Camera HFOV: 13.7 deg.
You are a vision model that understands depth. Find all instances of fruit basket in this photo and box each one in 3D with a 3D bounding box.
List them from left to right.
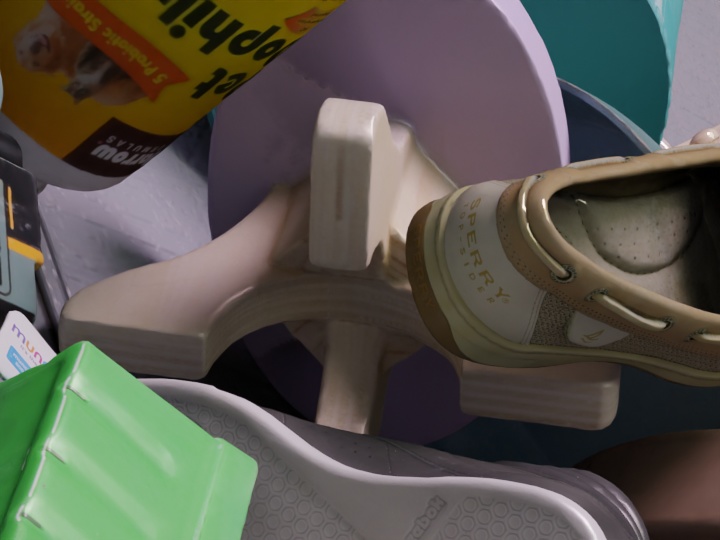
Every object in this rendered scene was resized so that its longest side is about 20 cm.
[{"bbox_3d":[-0.055,0.131,0.776,0.201,0.093,0.186,61,19,-24],"label":"fruit basket"}]

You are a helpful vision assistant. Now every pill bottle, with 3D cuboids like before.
[{"bbox_3d":[-0.073,-0.100,0.958,0.109,0.200,0.109,41,26,-25],"label":"pill bottle"}]

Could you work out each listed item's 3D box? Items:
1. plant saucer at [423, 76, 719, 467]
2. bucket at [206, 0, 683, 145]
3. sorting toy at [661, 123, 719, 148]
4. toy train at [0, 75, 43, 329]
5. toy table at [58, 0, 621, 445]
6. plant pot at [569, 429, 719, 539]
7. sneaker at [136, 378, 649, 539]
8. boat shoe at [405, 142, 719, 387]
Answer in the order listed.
[{"bbox_3d":[0.081,0.022,1.090,0.036,0.200,0.201,-17,69,-35],"label":"plant saucer"},{"bbox_3d":[0.032,-0.104,1.173,0.207,0.207,0.135,43,27,-22],"label":"bucket"},{"bbox_3d":[0.159,0.030,1.359,0.181,0.107,0.200,63,24,5],"label":"sorting toy"},{"bbox_3d":[-0.171,-0.037,0.846,0.200,0.085,0.114,28,43,-45],"label":"toy train"},{"bbox_3d":[0.000,0.000,1.011,0.117,0.183,0.201,-72,155,-56],"label":"toy table"},{"bbox_3d":[0.124,0.180,0.990,0.200,0.200,0.175,43,47,-23],"label":"plant pot"},{"bbox_3d":[-0.002,0.081,0.911,0.099,0.199,0.071,19,83,-64],"label":"sneaker"},{"bbox_3d":[0.105,-0.007,0.946,0.200,0.063,0.074,3,71,-40],"label":"boat shoe"}]
